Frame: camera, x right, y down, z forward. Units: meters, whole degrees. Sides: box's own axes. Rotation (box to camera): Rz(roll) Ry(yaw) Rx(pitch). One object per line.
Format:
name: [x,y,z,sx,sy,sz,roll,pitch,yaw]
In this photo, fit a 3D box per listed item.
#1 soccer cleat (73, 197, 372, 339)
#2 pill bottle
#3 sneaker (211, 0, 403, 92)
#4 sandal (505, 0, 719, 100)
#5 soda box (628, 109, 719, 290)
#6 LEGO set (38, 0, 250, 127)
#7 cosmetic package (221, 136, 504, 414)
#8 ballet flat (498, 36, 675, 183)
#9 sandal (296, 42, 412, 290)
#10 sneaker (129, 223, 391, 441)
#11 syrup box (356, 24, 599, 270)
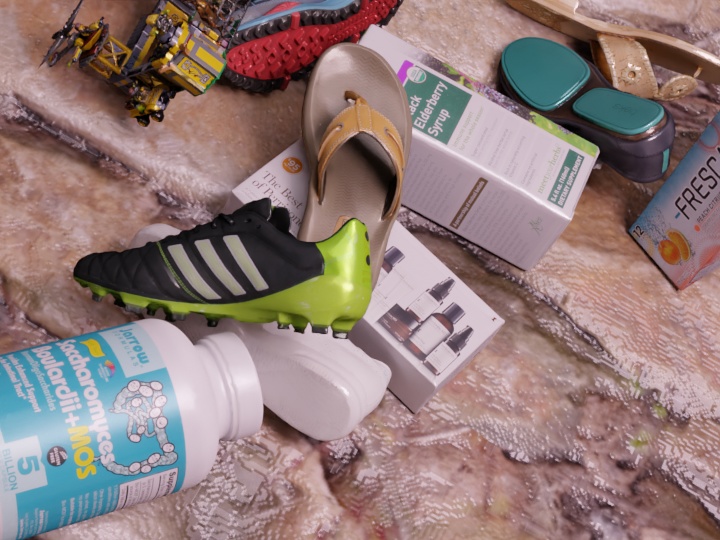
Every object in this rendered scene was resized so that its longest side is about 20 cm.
soccer cleat: [-0.086,-0.005,0.950,0.200,0.068,0.081,5,83,19]
pill bottle: [-0.164,0.094,0.925,0.200,0.111,0.111,-15,66,-26]
sneaker: [-0.056,-0.207,1.177,0.096,0.079,0.200,41,47,20]
sandal: [0.209,-0.170,1.254,0.212,0.078,0.070,26,86,6]
soda box: [0.279,-0.070,1.122,0.064,0.200,0.068,-28,71,-31]
LEGO set: [-0.146,-0.217,1.079,0.116,0.154,0.200,35,75,-28]
cosmetic package: [0.000,0.000,1.075,0.200,0.051,0.083,43,55,9]
ballet flat: [0.177,-0.121,1.188,0.073,0.073,0.200,-14,32,-26]
sandal: [-0.004,-0.069,1.037,0.080,0.054,0.200,11,68,-9]
sneaker: [-0.068,0.034,1.030,0.200,0.075,0.088,39,35,10]
syrup box: [0.067,-0.092,1.135,0.200,0.081,0.079,29,54,-2]
